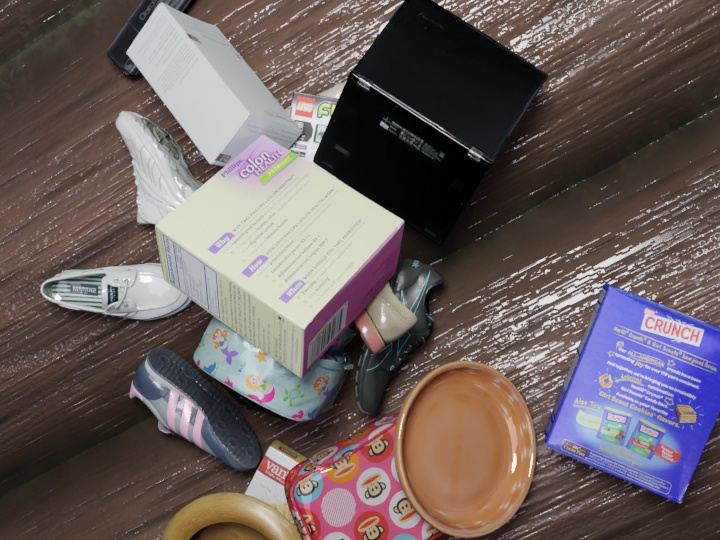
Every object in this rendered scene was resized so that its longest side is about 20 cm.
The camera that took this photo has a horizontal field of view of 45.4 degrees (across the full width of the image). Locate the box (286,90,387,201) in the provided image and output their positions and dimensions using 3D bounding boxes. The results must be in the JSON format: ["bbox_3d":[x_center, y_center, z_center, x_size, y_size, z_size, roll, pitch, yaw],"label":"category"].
[{"bbox_3d":[0.008,-0.143,1.029,0.197,0.035,0.112,12,97,9],"label":"box"}]

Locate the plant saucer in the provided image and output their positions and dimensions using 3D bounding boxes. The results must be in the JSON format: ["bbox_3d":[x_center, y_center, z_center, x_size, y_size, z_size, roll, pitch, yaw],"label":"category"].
[{"bbox_3d":[0.121,0.210,1.020,0.198,0.037,0.203,5,79,-28],"label":"plant saucer"}]

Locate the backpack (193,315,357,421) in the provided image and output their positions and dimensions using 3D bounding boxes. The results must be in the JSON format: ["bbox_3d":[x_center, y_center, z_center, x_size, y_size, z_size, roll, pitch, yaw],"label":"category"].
[{"bbox_3d":[-0.096,0.092,1.011,0.176,0.200,0.152,28,98,7],"label":"backpack"}]

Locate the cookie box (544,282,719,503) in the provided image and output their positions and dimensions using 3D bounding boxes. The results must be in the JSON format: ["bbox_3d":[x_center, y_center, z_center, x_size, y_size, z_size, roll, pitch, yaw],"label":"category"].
[{"bbox_3d":[0.329,0.139,1.007,0.169,0.075,0.202,22,97,7],"label":"cookie box"}]

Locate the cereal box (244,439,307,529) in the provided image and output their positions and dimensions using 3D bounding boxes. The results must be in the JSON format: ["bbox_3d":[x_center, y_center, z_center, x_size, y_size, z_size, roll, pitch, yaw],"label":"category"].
[{"bbox_3d":[-0.098,0.342,1.109,0.143,0.040,0.202,28,98,6],"label":"cereal box"}]

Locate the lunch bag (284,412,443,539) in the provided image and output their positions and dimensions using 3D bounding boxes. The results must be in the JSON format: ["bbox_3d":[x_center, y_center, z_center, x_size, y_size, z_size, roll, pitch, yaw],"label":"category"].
[{"bbox_3d":[0.023,0.284,1.035,0.198,0.082,0.178,-25,91,-15],"label":"lunch bag"}]

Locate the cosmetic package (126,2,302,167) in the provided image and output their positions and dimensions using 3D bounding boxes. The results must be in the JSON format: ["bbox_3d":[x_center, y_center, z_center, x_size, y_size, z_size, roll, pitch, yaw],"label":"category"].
[{"bbox_3d":[-0.173,-0.211,1.016,0.081,0.112,0.200,-48,69,19],"label":"cosmetic package"}]

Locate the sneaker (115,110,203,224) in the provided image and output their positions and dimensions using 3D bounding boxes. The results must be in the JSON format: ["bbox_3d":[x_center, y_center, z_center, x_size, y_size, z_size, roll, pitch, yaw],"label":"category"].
[{"bbox_3d":[-0.259,-0.107,1.088,0.099,0.078,0.201,-36,87,13],"label":"sneaker"}]

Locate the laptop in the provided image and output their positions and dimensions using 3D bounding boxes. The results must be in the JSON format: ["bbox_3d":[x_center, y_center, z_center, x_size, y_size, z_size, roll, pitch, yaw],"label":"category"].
[{"bbox_3d":[0.077,-0.174,0.992,0.186,0.116,0.201,34,128,6],"label":"laptop"}]

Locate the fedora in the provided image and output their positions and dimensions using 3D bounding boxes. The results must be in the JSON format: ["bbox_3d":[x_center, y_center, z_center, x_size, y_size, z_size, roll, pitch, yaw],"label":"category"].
[{"bbox_3d":[-0.147,0.357,1.057,0.198,0.082,0.204,1,95,16],"label":"fedora"}]

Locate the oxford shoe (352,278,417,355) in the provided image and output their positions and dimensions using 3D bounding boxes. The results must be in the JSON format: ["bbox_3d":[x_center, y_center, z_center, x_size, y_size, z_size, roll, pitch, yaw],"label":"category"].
[{"bbox_3d":[0.000,0.000,1.016,0.074,0.071,0.202,-28,68,-2],"label":"oxford shoe"}]

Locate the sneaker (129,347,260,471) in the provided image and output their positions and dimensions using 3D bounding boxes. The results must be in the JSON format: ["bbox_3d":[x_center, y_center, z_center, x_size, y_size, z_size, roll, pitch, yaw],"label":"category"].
[{"bbox_3d":[-0.215,0.194,1.114,0.200,0.070,0.082,45,116,7],"label":"sneaker"}]

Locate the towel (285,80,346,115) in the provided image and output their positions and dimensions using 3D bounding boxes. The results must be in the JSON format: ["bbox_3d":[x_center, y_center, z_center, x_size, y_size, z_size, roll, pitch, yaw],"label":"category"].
[{"bbox_3d":[0.021,-0.146,1.060,0.198,0.032,0.193,-23,91,11],"label":"towel"}]

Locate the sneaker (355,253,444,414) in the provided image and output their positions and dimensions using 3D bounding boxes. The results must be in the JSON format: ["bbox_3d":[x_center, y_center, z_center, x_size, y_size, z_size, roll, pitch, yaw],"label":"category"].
[{"bbox_3d":[0.044,0.083,1.051,0.078,0.075,0.203,15,97,6],"label":"sneaker"}]

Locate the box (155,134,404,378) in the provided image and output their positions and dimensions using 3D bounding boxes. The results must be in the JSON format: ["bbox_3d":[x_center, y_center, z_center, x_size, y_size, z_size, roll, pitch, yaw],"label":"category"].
[{"bbox_3d":[-0.085,-0.020,0.922,0.199,0.097,0.176,32,57,17],"label":"box"}]

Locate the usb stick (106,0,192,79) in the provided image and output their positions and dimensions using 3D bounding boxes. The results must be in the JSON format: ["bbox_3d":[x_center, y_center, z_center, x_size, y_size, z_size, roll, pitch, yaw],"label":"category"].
[{"bbox_3d":[-0.250,-0.335,1.092,0.055,0.033,0.201,41,99,11],"label":"usb stick"}]

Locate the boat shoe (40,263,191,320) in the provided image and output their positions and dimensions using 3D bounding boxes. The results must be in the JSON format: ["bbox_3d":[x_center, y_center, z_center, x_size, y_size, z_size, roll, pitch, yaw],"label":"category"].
[{"bbox_3d":[-0.314,0.032,1.109,0.197,0.067,0.075,-4,94,10],"label":"boat shoe"}]
